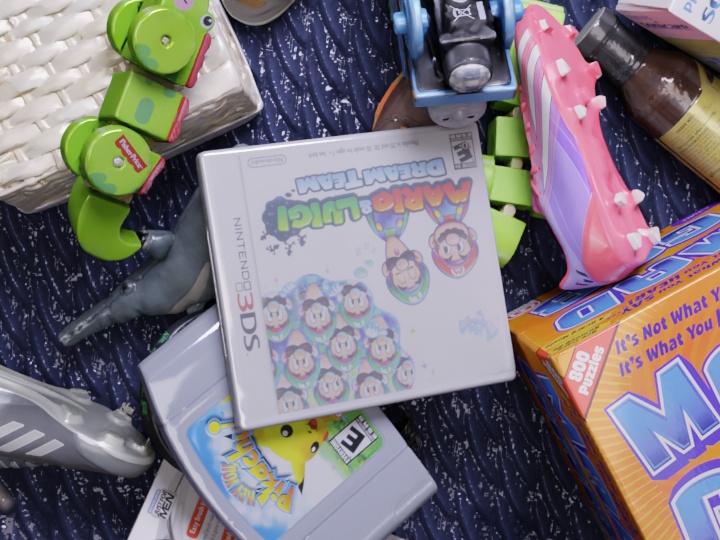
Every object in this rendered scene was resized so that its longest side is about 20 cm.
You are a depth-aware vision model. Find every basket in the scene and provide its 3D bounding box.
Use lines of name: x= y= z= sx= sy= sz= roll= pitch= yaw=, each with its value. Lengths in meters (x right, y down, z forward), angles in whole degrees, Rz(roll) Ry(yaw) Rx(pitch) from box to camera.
basket: x=-0.182 y=-0.136 z=0.753 sx=0.199 sy=0.123 sz=0.136 roll=-24 pitch=95 yaw=-1

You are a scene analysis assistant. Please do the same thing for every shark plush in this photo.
shark plush: x=-0.140 y=-0.017 z=0.786 sx=0.199 sy=0.083 sz=0.091 roll=-26 pitch=55 yaw=18

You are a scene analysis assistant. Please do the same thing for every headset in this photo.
headset: x=-0.057 y=0.099 z=0.782 sx=0.199 sy=0.094 sz=0.125 roll=19 pitch=76 yaw=-28

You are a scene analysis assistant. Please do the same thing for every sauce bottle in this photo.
sauce bottle: x=0.245 y=-0.118 z=0.808 sx=0.200 sy=0.065 sz=0.065 roll=38 pitch=91 yaw=-6

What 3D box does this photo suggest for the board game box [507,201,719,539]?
board game box: x=0.240 y=0.086 z=0.754 sx=0.199 sy=0.200 sz=0.201 roll=-28 pitch=95 yaw=-1

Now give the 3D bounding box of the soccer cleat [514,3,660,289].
soccer cleat: x=0.138 y=-0.085 z=0.752 sx=0.076 sy=0.066 sz=0.202 roll=-28 pitch=78 yaw=38

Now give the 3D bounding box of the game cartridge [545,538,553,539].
game cartridge: x=0.066 y=0.285 z=0.774 sx=0.199 sy=0.038 sz=0.130 roll=-31 pitch=140 yaw=-21

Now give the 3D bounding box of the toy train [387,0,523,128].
toy train: x=0.058 y=-0.189 z=0.737 sx=0.086 sy=0.115 sz=0.202 roll=-7 pitch=61 yaw=-2

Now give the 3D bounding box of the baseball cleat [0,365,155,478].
baseball cleat: x=-0.252 y=0.125 z=0.802 sx=0.199 sy=0.070 sz=0.107 roll=25 pitch=99 yaw=5

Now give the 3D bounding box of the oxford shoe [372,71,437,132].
oxford shoe: x=0.034 y=-0.078 z=0.794 sx=0.071 sy=0.073 sz=0.201 roll=24 pitch=92 yaw=-5

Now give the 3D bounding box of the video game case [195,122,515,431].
video game case: x=0.000 y=0.000 z=0.734 sx=0.198 sy=0.024 sz=0.184 roll=-8 pitch=88 yaw=-17

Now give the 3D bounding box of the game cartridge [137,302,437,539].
game cartridge: x=-0.054 y=0.114 z=0.739 sx=0.133 sy=0.040 sz=0.201 roll=-39 pitch=94 yaw=-14

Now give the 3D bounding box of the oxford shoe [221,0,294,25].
oxford shoe: x=-0.032 y=-0.266 z=0.787 sx=0.075 sy=0.058 sz=0.201 roll=37 pitch=89 yaw=-3

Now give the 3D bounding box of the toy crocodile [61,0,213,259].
toy crocodile: x=-0.131 y=-0.105 z=0.662 sx=0.061 sy=0.067 sz=0.201 roll=21 pitch=92 yaw=-32

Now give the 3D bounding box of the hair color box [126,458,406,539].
hair color box: x=-0.070 y=0.218 z=0.784 sx=0.199 sy=0.111 sz=0.064 roll=23 pitch=124 yaw=-4

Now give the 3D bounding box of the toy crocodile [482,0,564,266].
toy crocodile: x=0.115 y=-0.102 z=0.810 sx=0.067 sy=0.062 sz=0.202 roll=8 pitch=89 yaw=-5

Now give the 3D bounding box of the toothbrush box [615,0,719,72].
toothbrush box: x=0.308 y=-0.205 z=0.771 sx=0.199 sy=0.086 sz=0.146 roll=25 pitch=97 yaw=-17
